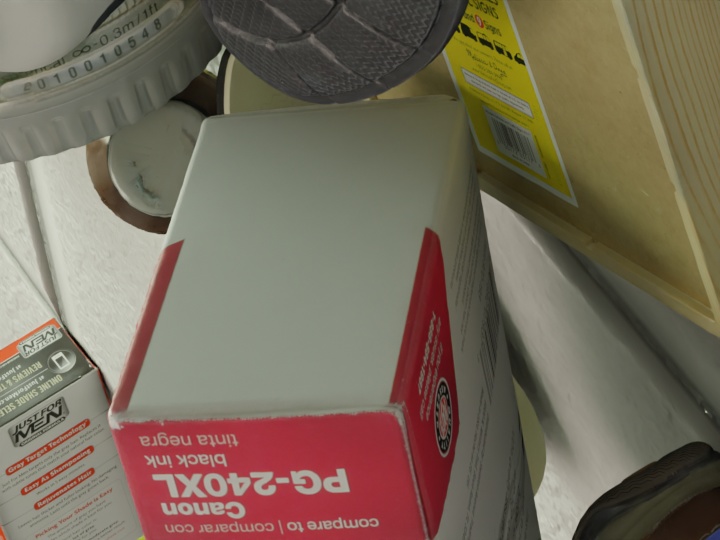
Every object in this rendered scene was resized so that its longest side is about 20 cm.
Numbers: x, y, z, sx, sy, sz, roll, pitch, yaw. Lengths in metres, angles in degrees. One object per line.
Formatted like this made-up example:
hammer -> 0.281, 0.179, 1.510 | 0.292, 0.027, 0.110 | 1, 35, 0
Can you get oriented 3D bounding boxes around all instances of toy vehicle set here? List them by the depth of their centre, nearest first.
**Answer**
toy vehicle set -> 0.041, -0.069, 0.736 | 0.200, 0.026, 0.125 | 36, 153, 54

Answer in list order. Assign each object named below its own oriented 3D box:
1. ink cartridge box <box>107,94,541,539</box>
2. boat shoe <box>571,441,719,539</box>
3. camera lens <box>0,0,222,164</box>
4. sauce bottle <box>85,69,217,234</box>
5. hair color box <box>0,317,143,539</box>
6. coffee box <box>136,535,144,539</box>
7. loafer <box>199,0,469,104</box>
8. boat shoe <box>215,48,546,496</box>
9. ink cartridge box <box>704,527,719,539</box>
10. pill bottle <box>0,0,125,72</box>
ink cartridge box -> 0.000, 0.074, 0.767 | 0.146, 0.083, 0.201 | -78, -20, -53
boat shoe -> 0.107, 0.138, 0.839 | 0.072, 0.076, 0.200 | 46, 162, 32
camera lens -> -0.131, -0.156, 0.857 | 0.160, 0.159, 0.201 | 42, 158, 45
sauce bottle -> -0.070, -0.046, 0.981 | 0.065, 0.064, 0.200 | 60, 178, -7
hair color box -> -0.208, 0.135, 1.755 | 0.061, 0.101, 0.201 | 46, 159, 37
coffee box -> -0.027, 0.222, 1.177 | 0.200, 0.197, 0.200 | 54, 165, 21
loafer -> 0.013, -0.106, 0.646 | 0.072, 0.063, 0.200 | 37, 154, 1
boat shoe -> -0.002, 0.001, 0.915 | 0.063, 0.073, 0.202 | 22, 142, 60
ink cartridge box -> 0.122, 0.111, 0.649 | 0.200, 0.119, 0.042 | 36, 157, 56
pill bottle -> -0.092, -0.124, 0.687 | 0.119, 0.200, 0.120 | 37, 158, 18
